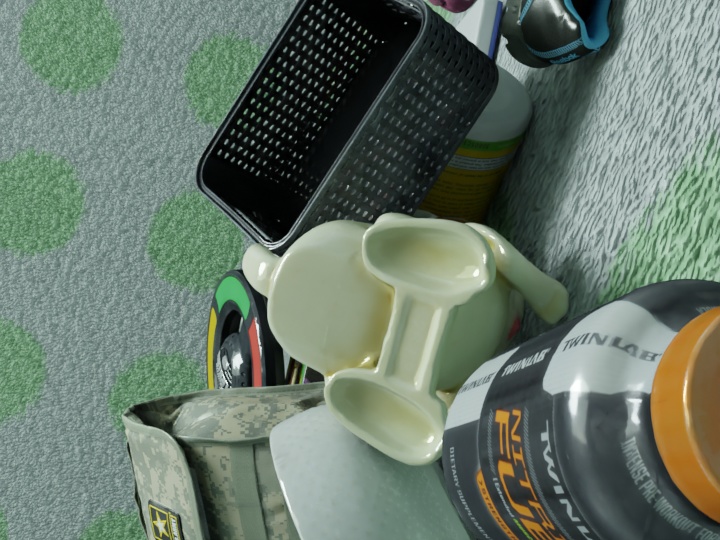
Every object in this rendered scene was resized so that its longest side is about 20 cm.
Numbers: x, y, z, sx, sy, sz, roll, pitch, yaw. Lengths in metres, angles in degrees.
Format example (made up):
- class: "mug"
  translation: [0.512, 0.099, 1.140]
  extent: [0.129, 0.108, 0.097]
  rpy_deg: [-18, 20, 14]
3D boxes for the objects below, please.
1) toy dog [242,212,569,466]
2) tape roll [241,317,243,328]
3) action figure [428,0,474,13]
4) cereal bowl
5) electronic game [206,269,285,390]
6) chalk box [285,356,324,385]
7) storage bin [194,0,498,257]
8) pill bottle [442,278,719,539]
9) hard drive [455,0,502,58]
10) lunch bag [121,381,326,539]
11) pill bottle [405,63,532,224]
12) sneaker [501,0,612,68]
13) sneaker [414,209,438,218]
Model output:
- class: "toy dog"
  translation: [0.036, 0.029, 0.681]
  extent: [0.200, 0.194, 0.140]
  rpy_deg: [-6, -77, -63]
- class: "tape roll"
  translation: [-0.054, -0.013, 1.070]
  extent: [0.203, 0.037, 0.203]
  rpy_deg: [-50, 16, 20]
- class: "action figure"
  translation: [0.112, -0.315, 1.060]
  extent: [0.149, 0.134, 0.200]
  rpy_deg: [58, 171, 13]
- class: "cereal bowl"
  translation: [0.025, 0.168, 0.653]
  extent: [0.200, 0.083, 0.200]
  rpy_deg: [62, -178, -4]
- class: "electronic game"
  translation: [-0.116, 0.099, 0.991]
  extent: [0.200, 0.042, 0.201]
  rpy_deg: [180, 90, -67]
- class: "chalk box"
  translation: [-0.018, 0.168, 0.962]
  extent: [0.124, 0.125, 0.200]
  rpy_deg: [161, 123, -79]
- class: "storage bin"
  translation: [-0.013, -0.106, 0.759]
  extent: [0.200, 0.094, 0.135]
  rpy_deg: [-56, 47, 7]
- class: "pill bottle"
  translation: [0.108, 0.064, 0.399]
  extent: [0.200, 0.106, 0.106]
  rpy_deg: [130, 152, -71]
- class: "hard drive"
  translation: [0.096, -0.157, 1.044]
  extent: [0.132, 0.025, 0.200]
  rpy_deg: [149, 134, -78]
- class: "lunch bag"
  translation: [-0.091, 0.183, 0.829]
  extent: [0.118, 0.200, 0.164]
  rpy_deg: [-57, -41, -70]
- class: "pill bottle"
  translation: [0.059, -0.076, 0.881]
  extent: [0.111, 0.111, 0.200]
  rpy_deg: [-87, 13, -48]
- class: "sneaker"
  translation: [0.157, -0.237, 0.703]
  extent: [0.082, 0.073, 0.201]
  rpy_deg: [-160, 77, -65]
- class: "sneaker"
  translation: [0.000, 0.000, 0.851]
  extent: [0.200, 0.105, 0.075]
  rpy_deg: [-9, 18, 42]
